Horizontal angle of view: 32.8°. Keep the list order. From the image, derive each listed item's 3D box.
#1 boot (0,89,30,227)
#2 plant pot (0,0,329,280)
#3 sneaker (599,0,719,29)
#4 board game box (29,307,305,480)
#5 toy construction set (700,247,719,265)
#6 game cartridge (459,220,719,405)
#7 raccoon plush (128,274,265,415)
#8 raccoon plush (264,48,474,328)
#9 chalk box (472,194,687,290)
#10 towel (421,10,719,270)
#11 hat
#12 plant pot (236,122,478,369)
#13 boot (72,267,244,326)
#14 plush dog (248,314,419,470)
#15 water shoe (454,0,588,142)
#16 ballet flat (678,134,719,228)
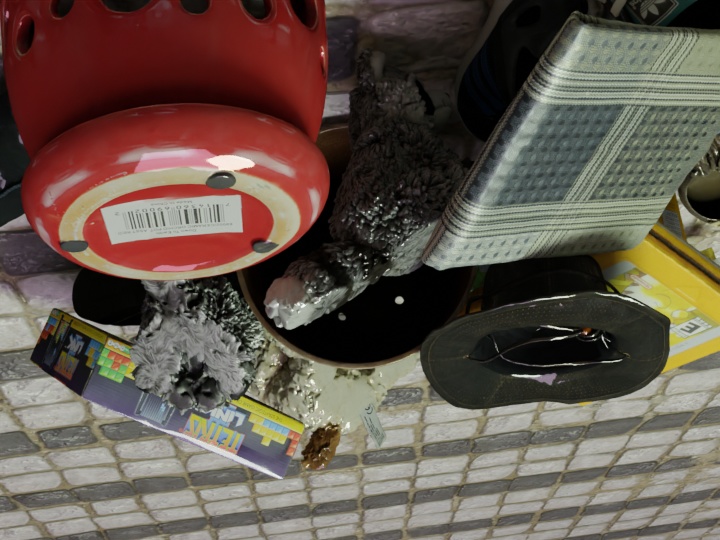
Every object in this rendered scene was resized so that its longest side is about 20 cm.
[{"bbox_3d":[-0.241,-0.061,0.903,0.161,0.074,0.198,-23,145,25],"label":"boot"},{"bbox_3d":[-0.113,-0.102,0.730,0.198,0.185,0.201,-6,157,-3],"label":"plant pot"},{"bbox_3d":[0.166,-0.190,0.741,0.198,0.081,0.071,11,150,-34],"label":"sneaker"},{"bbox_3d":[-0.170,0.106,1.063,0.199,0.057,0.165,28,174,-28],"label":"board game box"},{"bbox_3d":[0.267,0.031,1.227,0.197,0.093,0.131,-6,-179,13],"label":"toy construction set"},{"bbox_3d":[0.197,0.038,0.985,0.175,0.033,0.199,30,138,-29],"label":"game cartridge"},{"bbox_3d":[-0.112,0.011,0.937,0.095,0.134,0.202,10,119,2],"label":"raccoon plush"},{"bbox_3d":[-0.006,-0.066,0.819,0.199,0.134,0.097,-26,161,-38],"label":"raccoon plush"},{"bbox_3d":[0.173,-0.007,1.080,0.123,0.125,0.199,13,148,-36],"label":"chalk box"},{"bbox_3d":[0.151,-0.080,0.770,0.198,0.035,0.194,-4,138,-38],"label":"towel"},{"bbox_3d":[0.130,0.033,0.890,0.198,0.082,0.201,-3,152,-1],"label":"hat"},{"bbox_3d":[0.000,0.000,1.010,0.184,0.190,0.200,-8,168,0],"label":"plant pot"},{"bbox_3d":[-0.141,0.016,1.110,0.198,0.079,0.138,-6,163,29],"label":"boot"},{"bbox_3d":[-0.064,0.096,1.212,0.199,0.162,0.171,15,-177,-42],"label":"plush dog"},{"bbox_3d":[0.110,-0.128,0.858,0.070,0.080,0.201,-5,155,-6],"label":"water shoe"},{"bbox_3d":[0.310,-0.074,1.072,0.067,0.047,0.200,-16,154,18],"label":"ballet flat"}]
